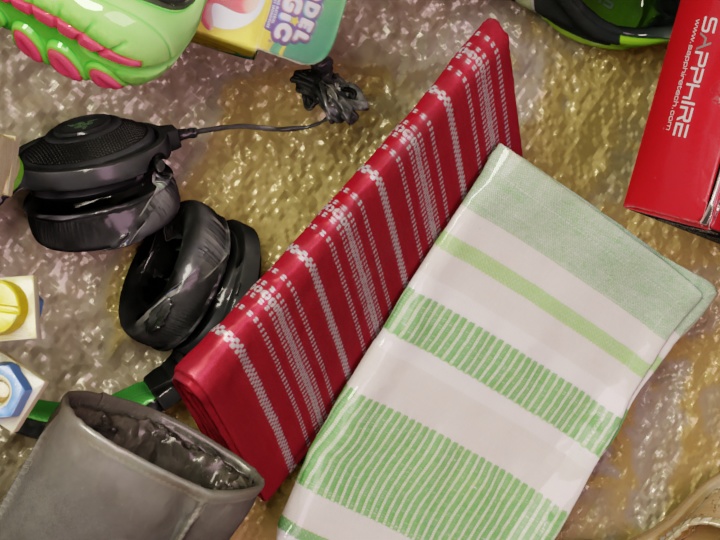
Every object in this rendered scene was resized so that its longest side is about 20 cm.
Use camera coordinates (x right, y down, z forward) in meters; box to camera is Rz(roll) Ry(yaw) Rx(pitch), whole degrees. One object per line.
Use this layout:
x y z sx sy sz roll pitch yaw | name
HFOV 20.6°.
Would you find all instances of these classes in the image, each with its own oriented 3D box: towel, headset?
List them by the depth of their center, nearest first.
-0.083 -0.013 0.803 0.200 0.094 0.124 -43 116 -4 | headset
0.000 0.000 0.841 0.200 0.022 0.145 -49 159 -15 | towel
0.062 0.062 0.901 0.152 0.023 0.201 29 96 -35 | towel

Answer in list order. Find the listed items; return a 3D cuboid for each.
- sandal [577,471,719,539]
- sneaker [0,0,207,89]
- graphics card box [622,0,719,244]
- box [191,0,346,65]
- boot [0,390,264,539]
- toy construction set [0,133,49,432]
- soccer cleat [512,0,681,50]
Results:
0.172 0.152 0.979 0.211 0.070 0.078 -14 105 -26 | sandal
-0.139 -0.144 0.708 0.199 0.077 0.084 35 67 -5 | sneaker
0.201 -0.067 0.929 0.200 0.051 0.126 14 91 -54 | graphics card box
-0.092 -0.158 0.761 0.199 0.048 0.118 17 90 -4 | box
-0.104 0.156 0.795 0.182 0.072 0.201 29 93 -48 | boot
-0.198 -0.022 0.665 0.199 0.092 0.132 8 88 -10 | toy construction set
0.063 -0.151 0.866 0.199 0.081 0.068 22 88 -29 | soccer cleat
